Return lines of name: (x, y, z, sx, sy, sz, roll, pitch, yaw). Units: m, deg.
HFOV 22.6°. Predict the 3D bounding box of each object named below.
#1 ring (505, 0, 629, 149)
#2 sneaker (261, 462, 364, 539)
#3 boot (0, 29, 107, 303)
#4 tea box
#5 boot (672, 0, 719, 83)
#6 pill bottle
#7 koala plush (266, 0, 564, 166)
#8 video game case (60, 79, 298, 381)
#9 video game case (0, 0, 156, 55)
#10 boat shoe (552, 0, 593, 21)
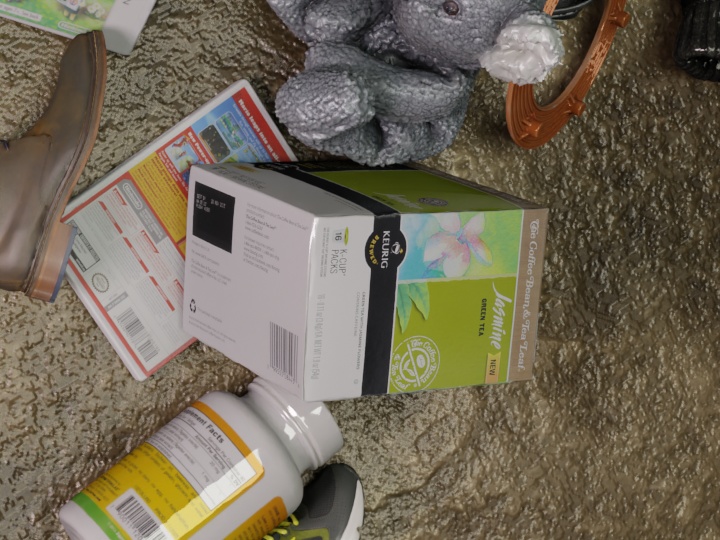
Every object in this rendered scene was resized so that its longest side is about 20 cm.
ring: (0.172, -0.187, 1.416, 0.019, 0.200, 0.201, 27, 79, 22)
sneaker: (-0.071, 0.227, 1.376, 0.085, 0.074, 0.200, 37, 79, -20)
boot: (-0.241, -0.085, 1.281, 0.096, 0.075, 0.201, 13, 80, -15)
tea box: (0.000, 0.000, 1.307, 0.196, 0.200, 0.134, -4, 105, -29)
boot: (0.273, -0.251, 1.497, 0.210, 0.079, 0.159, 17, 86, -24)
pill bottle: (-0.113, 0.160, 1.335, 0.200, 0.111, 0.111, -38, 107, -17)
koala plush: (0.059, -0.183, 1.320, 0.183, 0.200, 0.178, 22, 49, -43)
video game case: (-0.129, -0.032, 1.368, 0.200, 0.017, 0.143, -37, 106, -17)
video game case: (-0.220, -0.248, 1.250, 0.199, 0.022, 0.182, 16, 130, -23)
boat shoe: (0.101, -0.238, 1.434, 0.199, 0.062, 0.075, 6, 92, -22)
